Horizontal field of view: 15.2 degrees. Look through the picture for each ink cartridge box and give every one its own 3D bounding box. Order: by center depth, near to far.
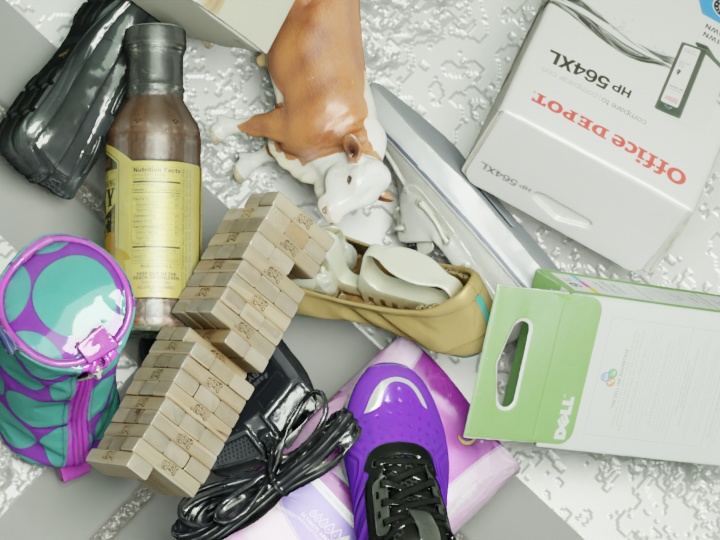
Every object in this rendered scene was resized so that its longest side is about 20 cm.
[{"bbox_3d":[0.153,0.061,1.743,0.199,0.059,0.104,7,103,-26],"label":"ink cartridge box"},{"bbox_3d":[0.174,-0.120,1.788,0.146,0.084,0.200,27,54,-3],"label":"ink cartridge box"}]

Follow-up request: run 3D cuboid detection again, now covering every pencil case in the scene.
[{"bbox_3d":[-0.187,0.056,1.675,0.085,0.200,0.093,-22,72,-15],"label":"pencil case"}]

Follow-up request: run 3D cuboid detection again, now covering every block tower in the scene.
[{"bbox_3d":[-0.092,0.049,1.678,0.058,0.054,0.200,40,68,-26],"label":"block tower"}]

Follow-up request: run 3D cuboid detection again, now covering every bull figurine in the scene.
[{"bbox_3d":[-0.039,-0.119,1.778,0.121,0.065,0.201,-9,73,22],"label":"bull figurine"}]

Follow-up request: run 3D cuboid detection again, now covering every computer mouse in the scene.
[{"bbox_3d":[-0.080,0.086,1.727,0.138,0.053,0.200,-34,48,6],"label":"computer mouse"}]

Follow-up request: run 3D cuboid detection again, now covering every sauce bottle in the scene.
[{"bbox_3d":[-0.132,-0.057,1.734,0.064,0.065,0.201,2,80,-7],"label":"sauce bottle"}]

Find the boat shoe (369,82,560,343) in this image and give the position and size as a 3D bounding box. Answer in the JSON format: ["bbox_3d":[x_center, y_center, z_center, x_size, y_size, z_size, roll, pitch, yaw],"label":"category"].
[{"bbox_3d":[0.053,-0.036,1.796,0.070,0.071,0.200,-43,78,12],"label":"boat shoe"}]

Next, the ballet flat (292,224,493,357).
[{"bbox_3d":[0.000,0.000,1.740,0.199,0.063,0.069,14,52,26],"label":"ballet flat"}]

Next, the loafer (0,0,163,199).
[{"bbox_3d":[-0.164,-0.138,1.792,0.070,0.068,0.201,42,69,-26],"label":"loafer"}]

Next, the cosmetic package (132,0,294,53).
[{"bbox_3d":[-0.066,-0.247,1.739,0.071,0.105,0.201,34,78,-37],"label":"cosmetic package"}]

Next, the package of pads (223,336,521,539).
[{"bbox_3d":[-0.004,0.150,1.744,0.200,0.076,0.121,-42,89,-13],"label":"package of pads"}]

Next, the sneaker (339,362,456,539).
[{"bbox_3d":[0.031,0.154,1.658,0.069,0.100,0.201,1,82,-13],"label":"sneaker"}]
